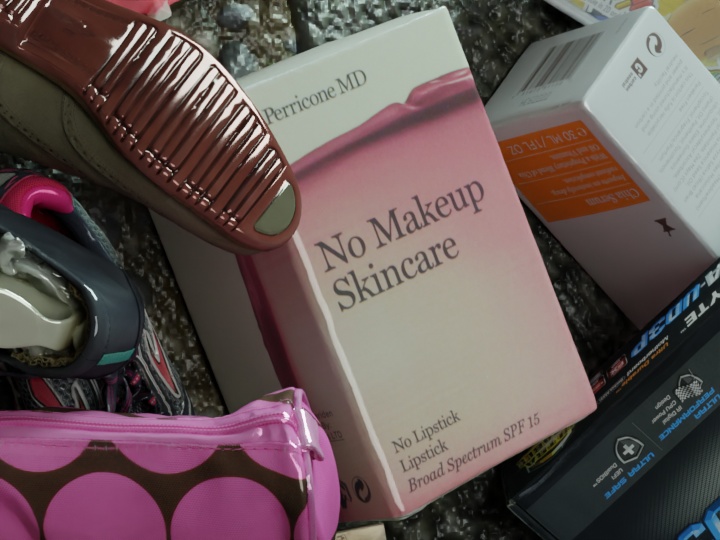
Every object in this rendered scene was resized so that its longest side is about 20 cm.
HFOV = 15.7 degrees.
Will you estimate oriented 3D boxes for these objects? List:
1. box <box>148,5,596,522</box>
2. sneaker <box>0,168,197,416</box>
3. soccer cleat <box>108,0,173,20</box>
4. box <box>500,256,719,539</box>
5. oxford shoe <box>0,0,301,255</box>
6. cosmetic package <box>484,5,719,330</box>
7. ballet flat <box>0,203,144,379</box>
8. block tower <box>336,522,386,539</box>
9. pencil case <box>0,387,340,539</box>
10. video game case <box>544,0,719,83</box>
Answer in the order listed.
[{"bbox_3d":[0.000,0.000,1.180,0.127,0.109,0.201,-26,98,-32],"label":"box"},{"bbox_3d":[-0.115,0.049,1.119,0.081,0.075,0.200,-41,106,-30],"label":"sneaker"},{"bbox_3d":[-0.088,-0.158,1.170,0.199,0.067,0.077,-11,63,-27],"label":"soccer cleat"},{"bbox_3d":[0.191,0.086,1.253,0.159,0.046,0.200,42,105,-18],"label":"box"},{"bbox_3d":[-0.113,-0.069,1.089,0.200,0.075,0.070,40,44,0],"label":"oxford shoe"},{"bbox_3d":[0.158,-0.028,1.292,0.200,0.101,0.071,46,63,-18],"label":"cosmetic package"},{"bbox_3d":[-0.180,-0.010,1.041,0.199,0.073,0.073,26,67,2],"label":"ballet flat"},{"bbox_3d":[0.006,0.217,1.180,0.054,0.058,0.201,-8,86,-25],"label":"block tower"},{"bbox_3d":[-0.108,0.084,1.053,0.199,0.094,0.091,0,37,0],"label":"pencil case"},{"bbox_3d":[0.193,-0.180,1.311,0.199,0.023,0.182,28,112,-28],"label":"video game case"}]
